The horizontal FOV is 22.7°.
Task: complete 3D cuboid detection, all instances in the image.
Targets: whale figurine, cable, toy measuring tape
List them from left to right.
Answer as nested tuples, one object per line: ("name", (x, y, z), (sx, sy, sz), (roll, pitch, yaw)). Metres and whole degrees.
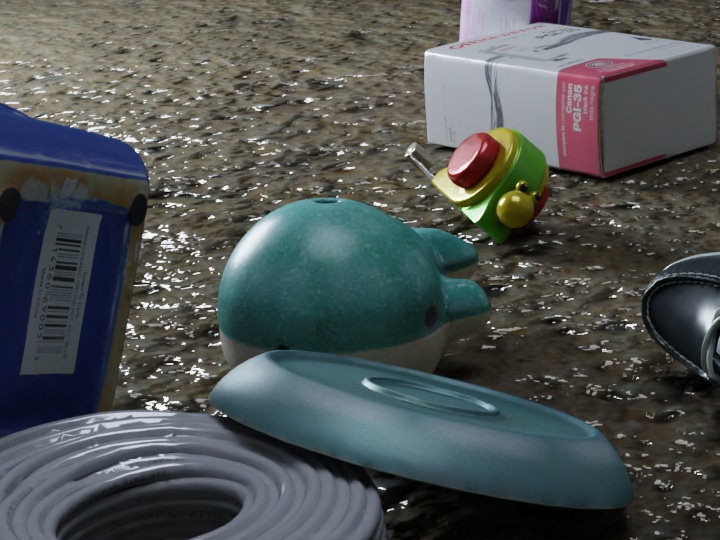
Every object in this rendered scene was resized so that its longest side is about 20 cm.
("cable", (-0.083, 0.119, 0.732), (0.198, 0.070, 0.200), (-6, 18, -6))
("whale figurine", (0.000, 0.000, 1.023), (0.158, 0.105, 0.200), (5, 20, 26))
("toy measuring tape", (0.087, -0.076, 1.282), (0.073, 0.074, 0.200), (-8, 20, -13))

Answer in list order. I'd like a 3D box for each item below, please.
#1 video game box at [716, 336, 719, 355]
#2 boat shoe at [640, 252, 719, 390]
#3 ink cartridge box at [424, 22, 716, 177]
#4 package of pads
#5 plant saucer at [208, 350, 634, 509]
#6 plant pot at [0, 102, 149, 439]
("video game box", (0.291, 0.053, 0.797), (0.181, 0.047, 0.200), (-18, 44, -32))
("boat shoe", (0.211, 0.039, 0.911), (0.060, 0.076, 0.199), (-10, 18, -37))
("ink cartridge box", (0.167, -0.142, 1.457), (0.146, 0.084, 0.199), (-19, 24, -38))
("package of pads", (0.142, -0.250, 1.605), (0.075, 0.202, 0.120), (13, 22, 23))
("plant saucer", (0.030, 0.068, 0.819), (0.198, 0.028, 0.200), (12, 3, -1))
("plant pot", (-0.216, 0.004, 0.853), (0.178, 0.202, 0.200), (11, 2, 23))
